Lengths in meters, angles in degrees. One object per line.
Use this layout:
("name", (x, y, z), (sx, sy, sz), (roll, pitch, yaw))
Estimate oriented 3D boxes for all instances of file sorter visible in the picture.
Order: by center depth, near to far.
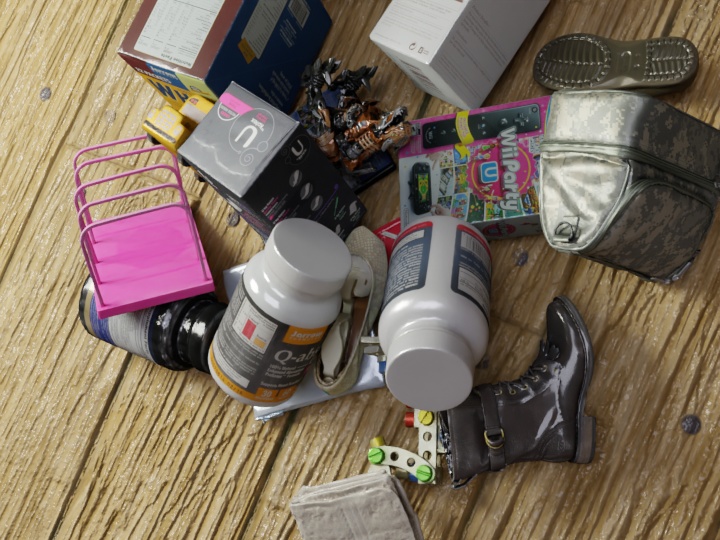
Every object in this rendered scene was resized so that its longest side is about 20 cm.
("file sorter", (-0.270, -0.064, 1.138), (0.137, 0.127, 0.201), (-14, 37, -11))

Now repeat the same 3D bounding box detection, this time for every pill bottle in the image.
("pill bottle", (0.080, 0.046, 1.006), (0.117, 0.121, 0.202), (-8, 37, 17))
("pill bottle", (-0.089, 0.048, 1.045), (0.116, 0.116, 0.201), (45, 129, 21))
("pill bottle", (-0.245, 0.059, 1.170), (0.197, 0.112, 0.114), (17, 85, 28))

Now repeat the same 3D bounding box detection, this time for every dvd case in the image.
("dvd case", (-0.068, -0.137, 1.211), (0.198, 0.018, 0.144), (-32, 72, 9))

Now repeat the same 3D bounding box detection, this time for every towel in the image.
("towel", (0.010, 0.320, 1.044), (0.130, 0.035, 0.203), (-15, 105, 16))

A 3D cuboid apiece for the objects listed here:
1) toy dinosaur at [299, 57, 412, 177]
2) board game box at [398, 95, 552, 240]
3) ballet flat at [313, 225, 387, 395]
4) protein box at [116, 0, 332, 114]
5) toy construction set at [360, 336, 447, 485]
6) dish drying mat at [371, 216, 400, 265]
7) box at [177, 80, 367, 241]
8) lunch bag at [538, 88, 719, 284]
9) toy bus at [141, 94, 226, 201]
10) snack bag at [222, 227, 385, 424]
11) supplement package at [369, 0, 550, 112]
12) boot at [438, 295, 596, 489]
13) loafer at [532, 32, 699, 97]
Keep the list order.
("toy dinosaur", (-0.028, -0.180, 1.142), (0.196, 0.102, 0.139), (-5, 90, 18))
("board game box", (0.146, -0.113, 1.099), (0.196, 0.064, 0.150), (-7, 68, 16))
("ballet flat", (-0.012, 0.046, 1.094), (0.066, 0.062, 0.204), (9, 87, 18))
("protein box", (-0.160, -0.291, 1.167), (0.133, 0.199, 0.203), (22, 81, 23))
("toy construction set", (0.056, 0.165, 1.075), (0.129, 0.092, 0.204), (-3, 89, 17))
("dish drying mat", (0.000, 0.000, 1.160), (0.198, 0.018, 0.078), (-27, 73, 12))
("box", (-0.096, -0.101, 1.080), (0.122, 0.200, 0.107), (34, 82, 33))
("lunch bag", (0.282, -0.083, 0.986), (0.138, 0.198, 0.171), (16, 93, 49))
("toy bus", (-0.174, -0.143, 1.125), (0.065, 0.200, 0.079), (34, 86, 28))
("snack bag", (-0.066, 0.068, 1.154), (0.186, 0.021, 0.204), (-17, 79, 16))
("supplement package", (0.127, -0.313, 1.113), (0.117, 0.117, 0.201), (35, 91, 44))
("boot", (0.163, 0.130, 1.021), (0.171, 0.069, 0.204), (-2, 79, -6))
("loafer", (0.294, -0.226, 1.084), (0.198, 0.067, 0.077), (13, 80, 36))
